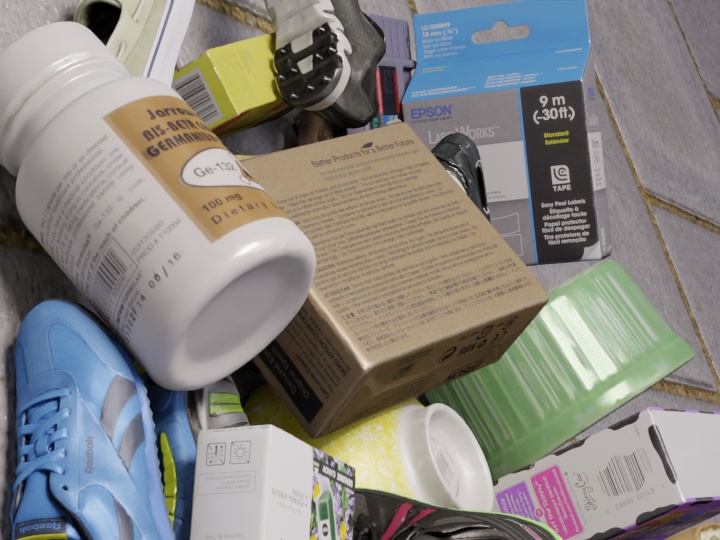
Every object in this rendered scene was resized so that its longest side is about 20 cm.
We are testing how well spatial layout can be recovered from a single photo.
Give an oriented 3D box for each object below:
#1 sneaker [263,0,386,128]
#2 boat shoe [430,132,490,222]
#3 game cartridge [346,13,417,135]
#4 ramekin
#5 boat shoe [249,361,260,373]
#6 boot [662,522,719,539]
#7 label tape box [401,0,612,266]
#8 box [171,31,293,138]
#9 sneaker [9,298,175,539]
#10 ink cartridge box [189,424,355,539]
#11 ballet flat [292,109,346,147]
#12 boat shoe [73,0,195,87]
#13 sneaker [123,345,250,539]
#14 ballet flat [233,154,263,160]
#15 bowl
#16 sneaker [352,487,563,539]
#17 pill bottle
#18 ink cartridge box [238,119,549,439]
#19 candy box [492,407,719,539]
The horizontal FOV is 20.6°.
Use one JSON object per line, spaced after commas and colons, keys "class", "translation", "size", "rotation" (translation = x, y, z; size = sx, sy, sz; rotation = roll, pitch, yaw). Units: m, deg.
{"class": "sneaker", "translation": [-0.025, -0.181, 1.392], "size": [0.090, 0.066, 0.202], "rotation": [36, 38, -49]}
{"class": "boat shoe", "translation": [0.063, -0.021, 1.426], "size": [0.066, 0.074, 0.200], "rotation": [-59, 153, -34]}
{"class": "game cartridge", "translation": [0.021, -0.092, 1.505], "size": [0.130, 0.038, 0.202], "rotation": [-20, 106, -78]}
{"class": "ramekin", "translation": [0.143, 0.078, 1.490], "size": [0.098, 0.199, 0.200], "rotation": [57, 23, 8]}
{"class": "boat shoe", "translation": [-0.013, 0.024, 1.349], "size": [0.201, 0.065, 0.073], "rotation": [-38, 135, -62]}
{"class": "boot", "translation": [0.186, 0.241, 1.391], "size": [0.175, 0.199, 0.067], "rotation": [11, 55, -61]}
{"class": "label tape box", "translation": [0.107, -0.103, 1.497], "size": [0.063, 0.143, 0.202], "rotation": [-15, 99, -72]}
{"class": "box", "translation": [-0.083, -0.128, 1.382], "size": [0.050, 0.075, 0.200], "rotation": [62, 22, -1]}
{"class": "sneaker", "translation": [-0.148, 0.102, 1.017], "size": [0.078, 0.066, 0.202], "rotation": [15, 52, -55]}
{"class": "ink cartridge box", "translation": [-0.048, 0.194, 1.065], "size": [0.109, 0.050, 0.202], "rotation": [35, 53, -58]}
{"class": "ballet flat", "translation": [-0.038, -0.062, 1.451], "size": [0.201, 0.046, 0.068], "rotation": [-81, 169, -46]}
{"class": "boat shoe", "translation": [-0.152, -0.160, 1.275], "size": [0.062, 0.071, 0.201], "rotation": [46, 32, -39]}
{"class": "sneaker", "translation": [-0.098, 0.089, 1.140], "size": [0.083, 0.070, 0.201], "rotation": [46, 34, -47]}
{"class": "ballet flat", "translation": [-0.104, -0.053, 1.285], "size": [0.199, 0.070, 0.071], "rotation": [6, 59, -62]}
{"class": "bowl", "translation": [0.021, 0.143, 1.271], "size": [0.200, 0.107, 0.201], "rotation": [47, 28, -34]}
{"class": "sneaker", "translation": [0.023, 0.167, 1.145], "size": [0.084, 0.198, 0.078], "rotation": [2, 86, -80]}
{"class": "pill bottle", "translation": [-0.126, -0.041, 1.098], "size": [0.200, 0.115, 0.114], "rotation": [47, 18, 22]}
{"class": "ink cartridge box", "translation": [0.000, 0.000, 1.252], "size": [0.199, 0.075, 0.165], "rotation": [-17, 61, -48]}
{"class": "candy box", "translation": [0.161, 0.171, 1.412], "size": [0.167, 0.199, 0.072], "rotation": [10, 55, -62]}
